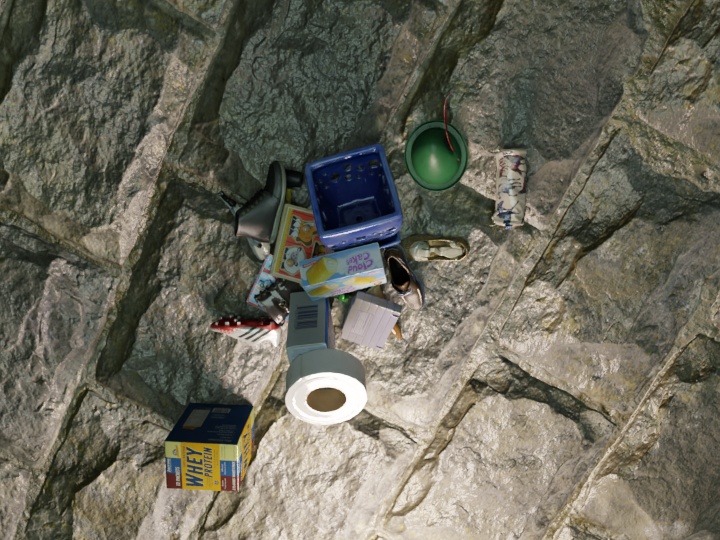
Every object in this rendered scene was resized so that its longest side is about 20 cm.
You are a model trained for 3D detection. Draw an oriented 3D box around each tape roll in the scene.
[{"bbox_3d":[-0.083,0.279,1.245,0.196,0.072,0.206,-3,131,-3],"label":"tape roll"}]

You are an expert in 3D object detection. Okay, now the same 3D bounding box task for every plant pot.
[{"bbox_3d":[-0.007,-0.149,1.242,0.194,0.181,0.205,-15,67,4],"label":"plant pot"}]

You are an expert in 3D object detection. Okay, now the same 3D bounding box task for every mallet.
[{"bbox_3d":[-0.181,-0.160,1.361,0.064,0.041,0.206,2,107,6],"label":"mallet"}]

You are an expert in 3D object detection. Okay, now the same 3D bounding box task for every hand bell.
[{"bbox_3d":[0.060,0.108,1.406,0.103,0.105,0.202,-32,114,8],"label":"hand bell"}]

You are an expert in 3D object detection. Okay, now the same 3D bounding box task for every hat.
[{"bbox_3d":[0.186,-0.282,1.251,0.163,0.176,0.203,-32,101,8],"label":"hat"}]

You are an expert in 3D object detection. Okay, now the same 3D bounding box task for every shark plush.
[{"bbox_3d":[-0.306,-0.116,1.356,0.199,0.092,0.083,42,138,-15],"label":"shark plush"}]

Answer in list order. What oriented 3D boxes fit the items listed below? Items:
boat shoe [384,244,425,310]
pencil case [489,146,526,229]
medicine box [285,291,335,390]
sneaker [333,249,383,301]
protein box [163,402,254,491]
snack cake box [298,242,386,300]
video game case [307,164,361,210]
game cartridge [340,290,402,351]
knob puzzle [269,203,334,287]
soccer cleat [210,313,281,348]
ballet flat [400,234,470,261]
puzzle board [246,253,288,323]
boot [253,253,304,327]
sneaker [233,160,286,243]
[{"bbox_3d":[0.110,0.031,1.367,0.071,0.073,0.203,-22,112,21],"label":"boat shoe"},{"bbox_3d":[0.374,-0.210,1.316,0.087,0.078,0.207,-7,105,-18],"label":"pencil case"},{"bbox_3d":[-0.121,0.187,1.331,0.099,0.185,0.204,-6,132,2],"label":"medicine box"},{"bbox_3d":[0.000,0.000,1.350,0.201,0.085,0.078,-49,141,-1],"label":"sneaker"},{"bbox_3d":[-0.405,0.476,1.428,0.192,0.200,0.139,2,104,0],"label":"protein box"},{"bbox_3d":[-0.040,0.005,1.252,0.194,0.115,0.069,-14,69,3],"label":"snack cake box"},{"bbox_3d":[-0.026,-0.147,1.366,0.200,0.023,0.183,-43,99,10],"label":"video game case"},{"bbox_3d":[0.023,0.134,1.372,0.126,0.039,0.202,22,141,0],"label":"game cartridge"},{"bbox_3d":[-0.118,-0.055,1.320,0.214,0.030,0.227,-4,99,-28],"label":"knob puzzle"},{"bbox_3d":[-0.313,0.170,1.425,0.193,0.069,0.088,0,108,-1],"label":"soccer cleat"},{"bbox_3d":[0.191,-0.056,1.362,0.193,0.065,0.073,-4,106,3],"label":"ballet flat"},{"bbox_3d":[-0.195,0.066,1.422,0.196,0.017,0.154,27,102,-5],"label":"puzzle board"},{"bbox_3d":[-0.209,0.029,1.369,0.172,0.069,0.203,-32,102,5],"label":"boot"},{"bbox_3d":[-0.246,-0.172,1.276,0.103,0.074,0.207,6,99,-28],"label":"sneaker"}]
